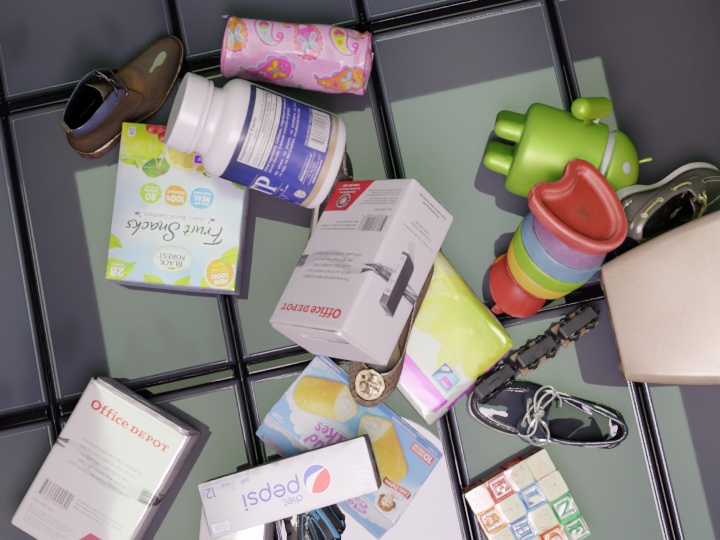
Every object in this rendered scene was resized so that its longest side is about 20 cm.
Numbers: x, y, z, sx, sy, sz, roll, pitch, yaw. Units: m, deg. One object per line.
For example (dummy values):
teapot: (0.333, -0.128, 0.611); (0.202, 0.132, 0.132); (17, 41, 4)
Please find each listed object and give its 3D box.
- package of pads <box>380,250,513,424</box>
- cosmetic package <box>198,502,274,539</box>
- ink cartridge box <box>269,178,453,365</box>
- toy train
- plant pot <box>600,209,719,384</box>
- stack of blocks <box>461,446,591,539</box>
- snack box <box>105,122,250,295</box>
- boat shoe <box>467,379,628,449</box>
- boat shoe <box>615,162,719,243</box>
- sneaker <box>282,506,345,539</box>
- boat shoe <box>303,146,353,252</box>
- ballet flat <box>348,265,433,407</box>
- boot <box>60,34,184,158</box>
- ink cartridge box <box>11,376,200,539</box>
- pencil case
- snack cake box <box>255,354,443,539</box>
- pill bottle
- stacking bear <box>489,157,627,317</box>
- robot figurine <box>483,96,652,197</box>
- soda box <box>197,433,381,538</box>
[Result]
package of pads: (0.078, 0.066, 1.324); (0.154, 0.068, 0.200); (-42, 84, -3)
cosmetic package: (-0.151, 0.372, 1.277); (0.083, 0.108, 0.203); (5, 82, 2)
ink cartridge box: (0.000, 0.000, 1.235); (0.084, 0.143, 0.202); (39, 68, -34)
toy train: (0.219, 0.103, 1.312); (0.199, 0.046, 0.034); (-33, 72, -17)
plant pot: (0.385, 0.045, 1.265); (0.174, 0.200, 0.203); (-12, 83, 11)
stack of blocks: (0.221, 0.332, 1.294); (0.114, 0.059, 0.202); (-28, 83, -2)
snack box: (-0.227, -0.077, 1.350); (0.166, 0.068, 0.203); (4, 85, 1)
boat shoe: (0.231, 0.181, 1.310); (0.197, 0.062, 0.076); (16, 86, 4)
boat shoe: (0.385, -0.079, 1.297); (0.200, 0.073, 0.060); (-18, 40, -30)
sneaker: (-0.055, 0.338, 1.295); (0.081, 0.073, 0.203); (-5, 85, -7)
boat shoe: (-0.034, -0.071, 1.344); (0.056, 0.067, 0.203); (13, 79, -7)
ballet flat: (0.037, 0.067, 1.269); (0.067, 0.046, 0.202); (23, 86, 6)
boot: (-0.302, -0.230, 1.354); (0.074, 0.097, 0.201); (39, 86, 5)
ink cartridge box: (-0.310, 0.252, 1.306); (0.144, 0.085, 0.202); (29, 87, 5)
pencil case: (-0.083, -0.277, 1.363); (0.197, 0.087, 0.089); (6, 84, 3)
snack cake box: (-0.014, 0.212, 1.289); (0.199, 0.067, 0.115); (39, 55, 5)
pill bottle: (-0.127, -0.160, 1.270); (0.198, 0.119, 0.121); (18, 84, -18)
stacking bear: (0.220, -0.017, 1.267); (0.121, 0.201, 0.114); (-32, 75, -38)
robot figurine: (0.255, -0.136, 1.318); (0.197, 0.116, 0.178); (19, 111, 2)
soda box: (-0.078, 0.243, 1.199); (0.197, 0.068, 0.064); (-17, 83, 2)
